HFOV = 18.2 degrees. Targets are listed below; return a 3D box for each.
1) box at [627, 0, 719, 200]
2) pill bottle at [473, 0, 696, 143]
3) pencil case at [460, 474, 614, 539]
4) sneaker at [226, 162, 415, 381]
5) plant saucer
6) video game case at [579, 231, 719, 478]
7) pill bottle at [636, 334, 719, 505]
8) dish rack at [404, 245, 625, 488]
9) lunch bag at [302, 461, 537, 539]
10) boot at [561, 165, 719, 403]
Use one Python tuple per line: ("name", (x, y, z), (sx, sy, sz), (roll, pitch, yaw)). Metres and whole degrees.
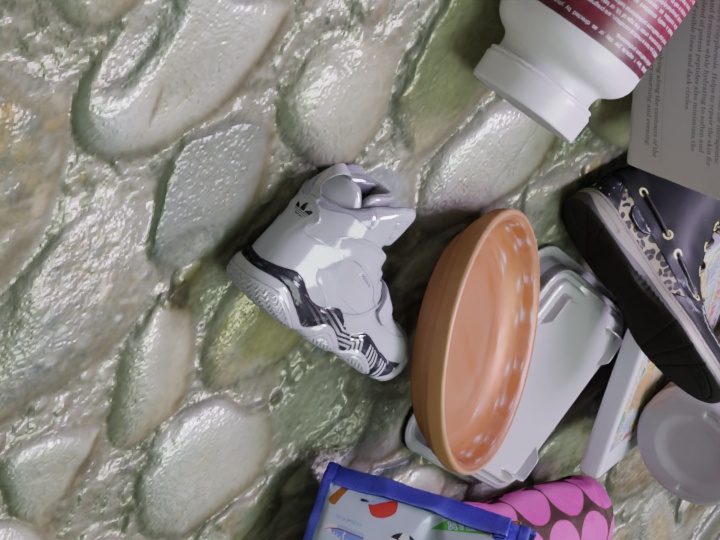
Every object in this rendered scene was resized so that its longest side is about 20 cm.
("box", (0.329, -0.167, 1.678), (0.200, 0.171, 0.200), (-19, 121, -38))
("pill bottle", (0.169, -0.194, 1.547), (0.200, 0.113, 0.113), (-55, 146, 3))
("pencil case", (0.127, 0.223, 1.895), (0.094, 0.091, 0.200), (-36, 159, 35))
("sneaker", (0.000, 0.000, 1.555), (0.115, 0.075, 0.200), (-52, 143, 4))
("plant saucer", (0.084, 0.051, 1.669), (0.200, 0.037, 0.201), (10, 90, -69))
("video game case", (0.264, 0.063, 1.932), (0.182, 0.023, 0.200), (-30, 142, -52))
("pill bottle", (0.334, 0.113, 1.967), (0.200, 0.111, 0.111), (-36, 145, -47))
("dish rack", (0.136, 0.088, 1.824), (0.200, 0.044, 0.172), (-54, 145, 1))
("lunch bag", (0.034, 0.249, 1.718), (0.124, 0.170, 0.200), (-61, 164, -57))
("boot", (0.269, -0.014, 1.786), (0.154, 0.204, 0.073), (-39, -172, -26))
